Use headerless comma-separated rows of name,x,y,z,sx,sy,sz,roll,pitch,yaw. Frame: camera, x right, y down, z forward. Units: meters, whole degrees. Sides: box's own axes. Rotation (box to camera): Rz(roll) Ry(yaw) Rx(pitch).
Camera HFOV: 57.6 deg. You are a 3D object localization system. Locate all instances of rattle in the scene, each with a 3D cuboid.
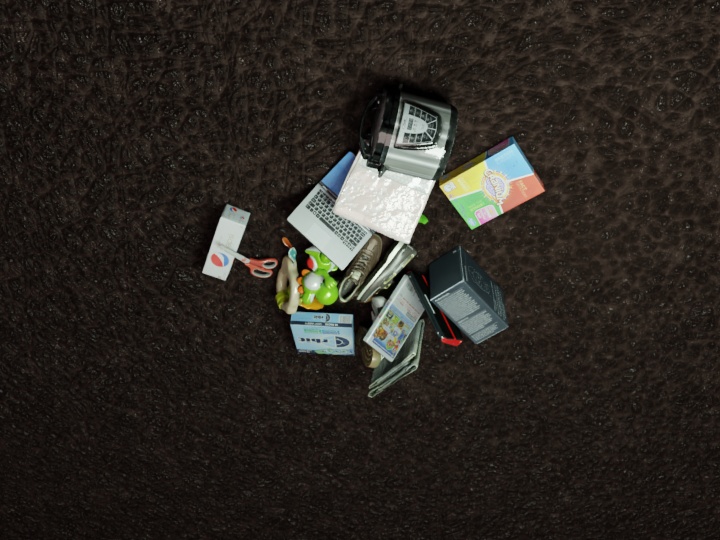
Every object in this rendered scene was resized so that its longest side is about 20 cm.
rattle,-0.151,0.014,1.758,0.142,0.130,0.201,5,103,-12

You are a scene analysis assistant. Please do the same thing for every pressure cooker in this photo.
pressure cooker,0.095,-0.293,1.422,0.199,0.176,0.179,14,130,-4

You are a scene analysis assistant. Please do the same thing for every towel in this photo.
towel,0.097,0.241,1.828,0.035,0.200,0.192,42,122,-17
towel,0.060,-0.183,1.537,0.200,0.032,0.191,23,104,-5

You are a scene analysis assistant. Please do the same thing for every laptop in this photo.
laptop,-0.036,-0.139,1.569,0.187,0.200,0.116,42,163,-10

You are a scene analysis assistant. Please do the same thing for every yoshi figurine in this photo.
yoshi figurine,-0.082,0.004,1.682,0.112,0.112,0.200,7,110,-51

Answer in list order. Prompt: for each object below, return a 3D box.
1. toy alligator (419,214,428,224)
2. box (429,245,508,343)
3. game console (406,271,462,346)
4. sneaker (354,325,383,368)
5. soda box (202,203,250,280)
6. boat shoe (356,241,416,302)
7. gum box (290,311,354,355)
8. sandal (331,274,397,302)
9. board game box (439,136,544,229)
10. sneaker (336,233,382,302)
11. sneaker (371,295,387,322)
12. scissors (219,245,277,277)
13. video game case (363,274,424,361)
toy alligator,0.089,-0.164,1.601,0.200,0.054,0.059,36,122,-21
box,0.280,0.064,1.704,0.107,0.149,0.200,-33,118,27
game console,0.191,0.099,1.684,0.031,0.200,0.177,-33,160,18
sneaker,0.048,0.214,1.824,0.090,0.200,0.067,15,105,-17
soda box,-0.352,-0.071,1.710,0.068,0.064,0.200,20,128,-10
boat shoe,0.066,0.011,1.702,0.061,0.072,0.201,35,105,-10
gum box,-0.103,0.181,1.854,0.169,0.045,0.200,2,150,3
sandal,0.000,0.053,1.781,0.199,0.055,0.082,3,129,3
board game box,0.311,-0.205,1.557,0.200,0.040,0.153,-29,121,25
sneaker,0.000,0.000,1.699,0.070,0.076,0.200,24,109,-9
sneaker,0.099,0.112,1.776,0.129,0.080,0.199,-10,154,-5
scissors,-0.303,-0.021,1.721,0.200,0.014,0.073,15,130,-45
video game case,0.098,0.126,1.708,0.018,0.200,0.143,25,167,40
